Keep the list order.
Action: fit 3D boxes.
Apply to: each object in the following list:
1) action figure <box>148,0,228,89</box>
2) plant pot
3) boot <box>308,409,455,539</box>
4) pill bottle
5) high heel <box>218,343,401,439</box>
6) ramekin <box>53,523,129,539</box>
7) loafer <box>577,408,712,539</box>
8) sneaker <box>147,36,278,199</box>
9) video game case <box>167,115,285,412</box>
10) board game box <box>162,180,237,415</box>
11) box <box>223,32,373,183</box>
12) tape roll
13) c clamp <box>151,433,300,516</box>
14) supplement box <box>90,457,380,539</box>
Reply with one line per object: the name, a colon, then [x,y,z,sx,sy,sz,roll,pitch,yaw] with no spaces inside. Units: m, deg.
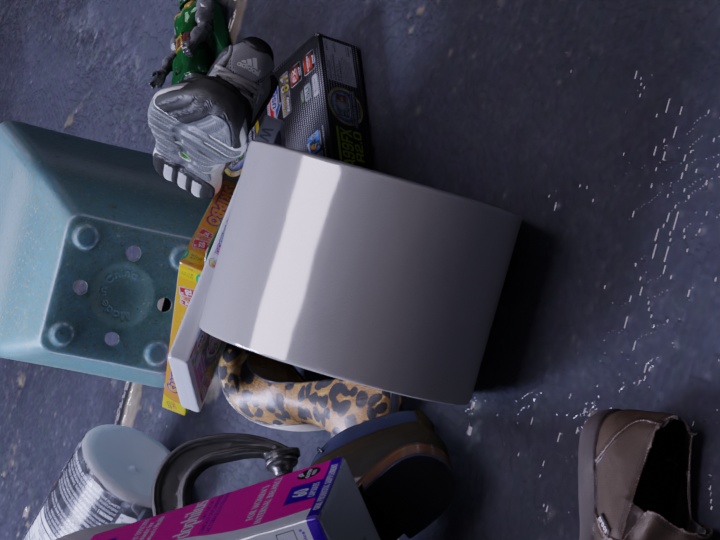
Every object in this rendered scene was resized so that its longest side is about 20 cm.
action figure: [-0.158,-0.188,1.722,0.118,0.055,0.201,-37,46,46]
plant pot: [-0.223,0.001,1.572,0.200,0.196,0.197,-145,69,-68]
boot: [-0.018,0.175,1.333,0.200,0.075,0.097,-31,19,12]
pill bottle: [-0.242,0.241,1.636,0.200,0.106,0.106,-57,39,26]
high heel: [-0.038,0.074,1.438,0.143,0.071,0.200,-53,52,32]
ramekin: [-0.218,0.312,1.506,0.200,0.200,0.105,-55,49,27]
loafer: [0.171,0.172,1.108,0.071,0.073,0.201,-28,57,46]
sneaker: [-0.101,-0.133,1.357,0.116,0.075,0.200,-59,5,-17]
video game case: [-0.098,-0.002,1.411,0.143,0.018,0.201,93,-163,-71]
board game box: [-0.123,0.018,1.464,0.200,0.030,0.096,107,-175,-48]
box: [-0.055,-0.072,1.539,0.160,0.044,0.201,-35,52,43]
tape roll: [0.000,0.000,1.300,0.202,0.202,0.140,19,95,55]
c clamp: [-0.071,0.210,1.380,0.170,0.027,0.201,-19,70,8]
supplement box: [-0.090,0.215,1.247,0.199,0.104,0.101,-20,13,14]
